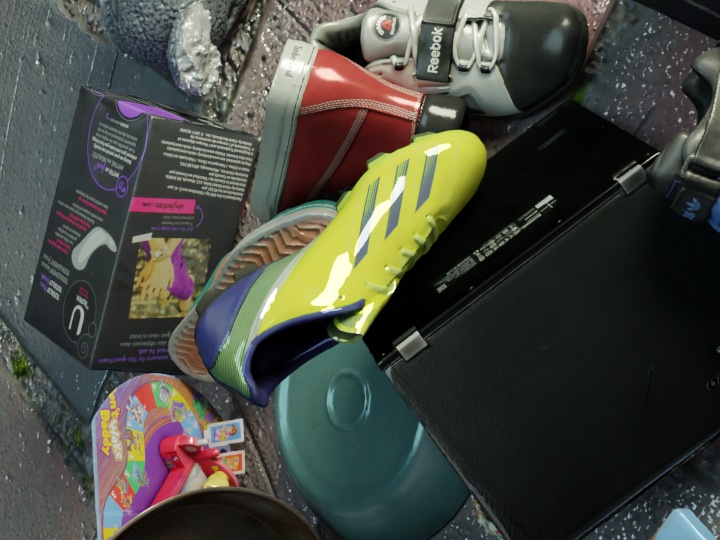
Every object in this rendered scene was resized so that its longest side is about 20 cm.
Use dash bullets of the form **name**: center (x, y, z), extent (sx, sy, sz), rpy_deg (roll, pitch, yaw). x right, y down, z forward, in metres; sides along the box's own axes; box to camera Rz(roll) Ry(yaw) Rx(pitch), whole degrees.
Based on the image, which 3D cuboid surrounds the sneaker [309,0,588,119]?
- **sneaker**: center (0.048, -0.139, 0.794), extent (0.200, 0.088, 0.074), rpy_deg (1, 83, 44)

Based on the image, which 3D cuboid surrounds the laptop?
- **laptop**: center (0.107, 0.024, 0.698), extent (0.187, 0.116, 0.200), rpy_deg (-37, 25, 1)

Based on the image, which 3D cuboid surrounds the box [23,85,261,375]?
- **box**: center (-0.175, -0.031, 0.990), extent (0.122, 0.106, 0.201), rpy_deg (26, 103, 47)

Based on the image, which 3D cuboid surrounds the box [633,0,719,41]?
- **box**: center (0.198, -0.226, 0.609), extent (0.200, 0.148, 0.105), rpy_deg (-44, 55, 31)

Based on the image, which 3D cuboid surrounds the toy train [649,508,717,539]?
- **toy train**: center (0.132, 0.211, 0.632), extent (0.087, 0.114, 0.200), rpy_deg (50, 119, 37)

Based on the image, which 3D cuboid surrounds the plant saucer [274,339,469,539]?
- **plant saucer**: center (0.001, 0.088, 0.842), extent (0.200, 0.036, 0.201), rpy_deg (-9, 77, 45)

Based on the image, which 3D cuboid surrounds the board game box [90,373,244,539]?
- **board game box**: center (-0.120, 0.168, 0.877), extent (0.039, 0.158, 0.201), rpy_deg (-14, 73, 27)

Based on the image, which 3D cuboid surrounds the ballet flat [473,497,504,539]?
- **ballet flat**: center (0.092, 0.065, 0.733), extent (0.076, 0.064, 0.201), rpy_deg (-20, 70, 43)

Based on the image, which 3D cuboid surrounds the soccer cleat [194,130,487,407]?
- **soccer cleat**: center (0.000, 0.001, 0.690), extent (0.200, 0.065, 0.084), rpy_deg (-38, 48, -6)

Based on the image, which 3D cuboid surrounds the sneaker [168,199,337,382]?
- **sneaker**: center (-0.065, 0.000, 0.883), extent (0.200, 0.071, 0.080), rpy_deg (-39, 18, 39)

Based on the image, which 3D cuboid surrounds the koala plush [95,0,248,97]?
- **koala plush**: center (-0.143, -0.244, 0.961), extent (0.177, 0.183, 0.201), rpy_deg (35, 121, 43)

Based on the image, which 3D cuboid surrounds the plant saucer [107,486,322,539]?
- **plant saucer**: center (-0.108, 0.236, 0.821), extent (0.034, 0.200, 0.201), rpy_deg (16, 95, 59)

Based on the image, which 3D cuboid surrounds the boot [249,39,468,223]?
- **boot**: center (0.004, -0.068, 0.840), extent (0.200, 0.144, 0.073), rpy_deg (113, 174, -67)

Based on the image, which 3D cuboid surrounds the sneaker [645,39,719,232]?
- **sneaker**: center (0.189, -0.015, 0.603), extent (0.111, 0.077, 0.201), rpy_deg (8, 85, 7)
